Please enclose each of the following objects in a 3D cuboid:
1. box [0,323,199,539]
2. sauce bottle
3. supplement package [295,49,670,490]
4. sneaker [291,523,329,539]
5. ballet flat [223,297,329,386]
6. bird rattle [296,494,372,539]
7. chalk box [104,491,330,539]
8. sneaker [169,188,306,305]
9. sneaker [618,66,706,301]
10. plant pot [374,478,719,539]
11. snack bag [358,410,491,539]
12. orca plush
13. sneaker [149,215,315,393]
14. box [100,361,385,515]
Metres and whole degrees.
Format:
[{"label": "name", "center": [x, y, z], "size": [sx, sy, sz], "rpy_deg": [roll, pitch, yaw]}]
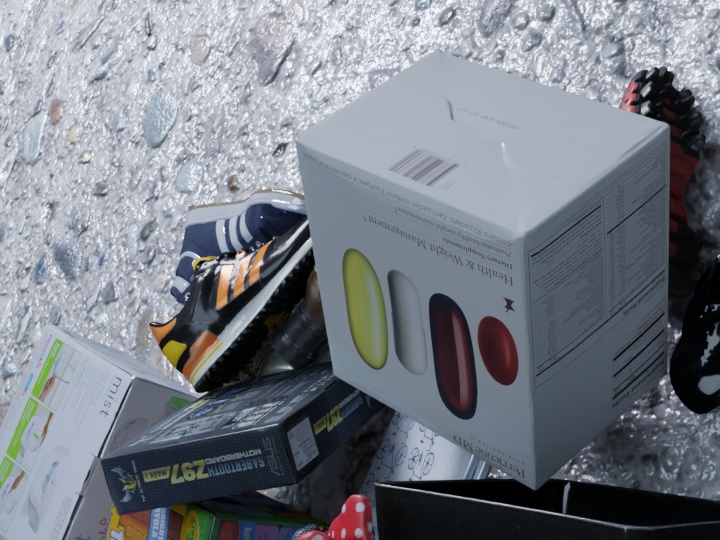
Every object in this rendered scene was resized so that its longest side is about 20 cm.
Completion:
[{"label": "box", "center": [-0.267, 0.177, 1.324], "size": [0.176, 0.097, 0.200], "rpy_deg": [20, 87, 46]}, {"label": "sauce bottle", "center": [0.000, 0.000, 1.109], "size": [0.200, 0.065, 0.065], "rpy_deg": [-48, 46, 23]}, {"label": "supplement package", "center": [0.083, -0.006, 0.900], "size": [0.191, 0.200, 0.147], "rpy_deg": [26, 48, 38]}, {"label": "sneaker", "center": [-0.063, 0.255, 0.980], "size": [0.078, 0.075, 0.200], "rpy_deg": [44, 104, 8]}, {"label": "ballet flat", "center": [-0.050, 0.052, 1.197], "size": [0.075, 0.068, 0.200], "rpy_deg": [37, 97, 33]}, {"label": "bird rattle", "center": [0.034, 0.222, 0.787], "size": [0.163, 0.113, 0.200], "rpy_deg": [-24, 66, 32]}, {"label": "chalk box", "center": [-0.108, 0.243, 1.093], "size": [0.200, 0.124, 0.125], "rpy_deg": [10, 87, 53]}, {"label": "sneaker", "center": [-0.104, -0.009, 1.265], "size": [0.200, 0.070, 0.109], "rpy_deg": [-7, 63, 50]}, {"label": "sneaker", "center": [0.195, -0.057, 0.992], "size": [0.098, 0.071, 0.201], "rpy_deg": [-35, 39, 49]}, {"label": "plant pot", "center": [0.138, 0.228, 0.851], "size": [0.199, 0.200, 0.178], "rpy_deg": [2, 87, 44]}, {"label": "snack bag", "center": [0.027, 0.195, 1.017], "size": [0.200, 0.021, 0.189], "rpy_deg": [-67, 16, -9]}, {"label": "orca plush", "center": [0.265, 0.006, 0.898], "size": [0.200, 0.071, 0.105], "rpy_deg": [-43, 47, 22]}, {"label": "sneaker", "center": [-0.096, 0.004, 1.154], "size": [0.090, 0.070, 0.200], "rpy_deg": [42, 93, 18]}, {"label": "box", "center": [-0.085, 0.125, 1.080], "size": [0.158, 0.200, 0.051], "rpy_deg": [-13, 96, 23]}]
